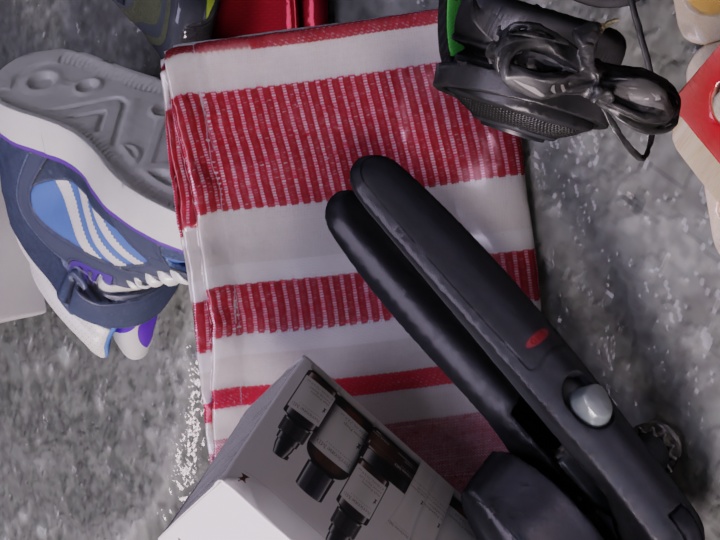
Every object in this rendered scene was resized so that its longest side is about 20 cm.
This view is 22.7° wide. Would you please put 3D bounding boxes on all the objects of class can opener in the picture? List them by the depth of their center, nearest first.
[{"bbox_3d":[0.057,0.039,0.678,0.201,0.078,0.063,56,136,6],"label":"can opener"}]

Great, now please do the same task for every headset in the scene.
[{"bbox_3d":[0.060,-0.102,0.619,0.201,0.093,0.124,-112,40,-55],"label":"headset"}]

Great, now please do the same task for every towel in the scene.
[{"bbox_3d":[0.000,0.000,0.724,0.143,0.023,0.202,-7,92,1],"label":"towel"}]

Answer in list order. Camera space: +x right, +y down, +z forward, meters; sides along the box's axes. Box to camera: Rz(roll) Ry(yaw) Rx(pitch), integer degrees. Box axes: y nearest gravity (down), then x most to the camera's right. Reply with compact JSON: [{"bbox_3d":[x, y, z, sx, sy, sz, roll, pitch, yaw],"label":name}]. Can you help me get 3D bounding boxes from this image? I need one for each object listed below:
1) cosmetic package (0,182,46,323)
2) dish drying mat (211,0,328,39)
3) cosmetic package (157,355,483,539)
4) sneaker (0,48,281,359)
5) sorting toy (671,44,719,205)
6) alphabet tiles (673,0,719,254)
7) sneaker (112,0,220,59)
[{"bbox_3d":[-0.257,0.000,0.965,0.199,0.107,0.086,-9,90,57],"label":"cosmetic package"},{"bbox_3d":[-0.046,-0.152,0.810,0.076,0.018,0.202,6,101,47],"label":"dish drying mat"},{"bbox_3d":[0.026,0.130,0.673,0.200,0.083,0.051,42,130,-6],"label":"cosmetic package"},{"bbox_3d":[-0.092,-0.010,0.841,0.199,0.080,0.147,27,140,35],"label":"sneaker"},{"bbox_3d":[0.198,-0.035,0.524,0.199,0.069,0.200,55,129,22],"label":"sorting toy"},{"bbox_3d":[0.187,-0.073,0.587,0.195,0.015,0.202,-9,90,46],"label":"alphabet tiles"},{"bbox_3d":[-0.129,-0.160,0.840,0.200,0.080,0.074,49,135,36],"label":"sneaker"}]
